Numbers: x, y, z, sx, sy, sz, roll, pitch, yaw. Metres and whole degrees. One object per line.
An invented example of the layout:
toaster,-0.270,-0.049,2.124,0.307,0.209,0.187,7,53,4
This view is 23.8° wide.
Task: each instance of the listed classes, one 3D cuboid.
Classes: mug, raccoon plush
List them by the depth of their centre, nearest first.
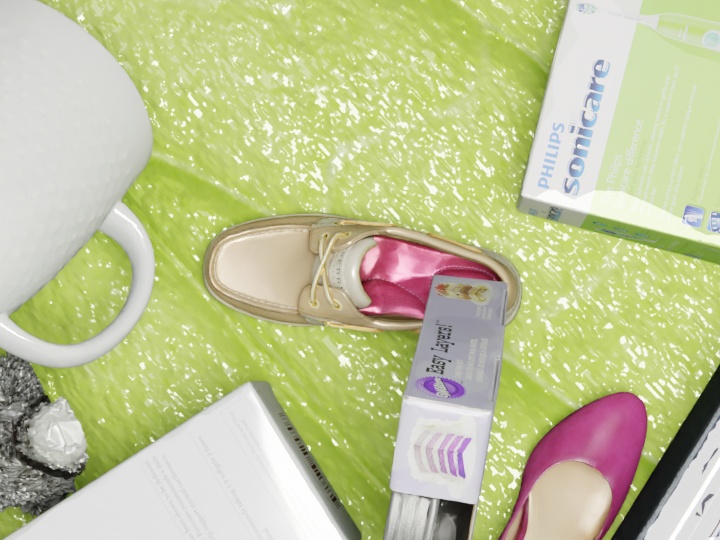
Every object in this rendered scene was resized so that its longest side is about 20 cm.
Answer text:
raccoon plush,-0.239,0.105,0.979,0.133,0.200,0.097,-21,78,-19
mug,-0.207,-0.031,0.984,0.200,0.147,0.176,41,56,-11

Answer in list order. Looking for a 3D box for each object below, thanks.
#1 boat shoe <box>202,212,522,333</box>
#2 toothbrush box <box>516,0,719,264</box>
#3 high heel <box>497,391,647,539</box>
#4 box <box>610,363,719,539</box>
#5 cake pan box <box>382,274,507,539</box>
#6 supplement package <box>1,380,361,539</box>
boat shoe,0.000,0.000,1.034,0.198,0.069,0.074,3,85,3
toothbrush box,0.206,-0.084,1.022,0.198,0.086,0.147,14,86,4
high heel,0.114,0.161,0.997,0.067,0.096,0.201,31,90,-7
box,0.257,0.166,0.978,0.198,0.123,0.201,33,86,4
cake pan box,0.041,0.120,0.932,0.052,0.200,0.186,8,110,4
supplement package,-0.112,0.166,1.002,0.199,0.117,0.117,-32,86,0
